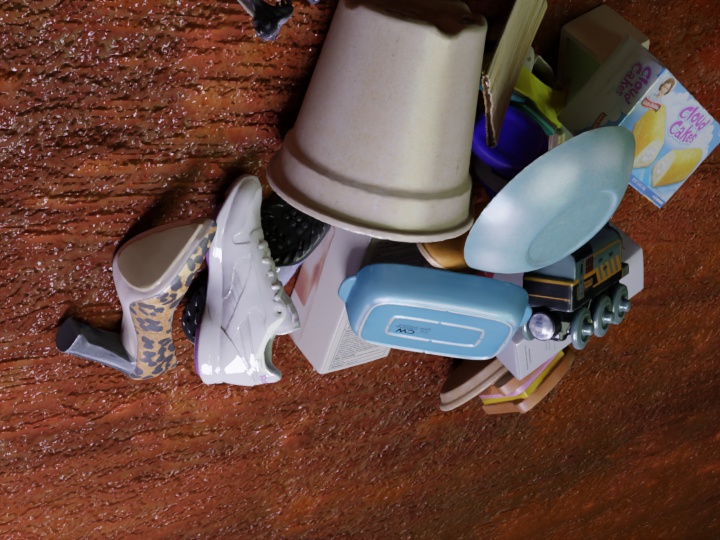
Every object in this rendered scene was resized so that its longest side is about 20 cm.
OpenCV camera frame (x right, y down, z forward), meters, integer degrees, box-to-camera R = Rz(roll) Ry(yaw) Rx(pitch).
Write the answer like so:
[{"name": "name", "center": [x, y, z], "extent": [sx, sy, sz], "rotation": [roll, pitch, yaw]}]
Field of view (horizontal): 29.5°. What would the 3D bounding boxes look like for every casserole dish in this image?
[{"name": "casserole dish", "center": [0.074, 0.046, 1.358], "extent": [0.198, 0.039, 0.121], "rotation": [10, 148, -9]}]

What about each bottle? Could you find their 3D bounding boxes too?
[{"name": "bottle", "center": [0.163, -0.112, 1.476], "extent": [0.066, 0.083, 0.200], "rotation": [-53, 164, -6]}]

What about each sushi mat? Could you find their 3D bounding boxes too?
[{"name": "sushi mat", "center": [0.150, -0.222, 1.316], "extent": [0.096, 0.012, 0.201], "rotation": [76, 30, -51]}]

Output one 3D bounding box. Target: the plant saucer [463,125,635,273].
[{"name": "plant saucer", "center": [0.190, -0.053, 1.300], "extent": [0.200, 0.039, 0.202], "rotation": [-28, 154, -14]}]

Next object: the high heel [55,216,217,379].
[{"name": "high heel", "center": [-0.175, 0.026, 1.290], "extent": [0.200, 0.072, 0.142], "rotation": [-40, 146, 19]}]

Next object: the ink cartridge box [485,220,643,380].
[{"name": "ink cartridge box", "center": [0.219, 0.009, 1.636], "extent": [0.199, 0.145, 0.084], "rotation": [-35, 146, -14]}]

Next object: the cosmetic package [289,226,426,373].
[{"name": "cosmetic package", "center": [0.000, 0.000, 1.439], "extent": [0.103, 0.087, 0.201], "rotation": [-10, 136, -39]}]

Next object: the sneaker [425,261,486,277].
[{"name": "sneaker", "center": [0.097, 0.034, 1.498], "extent": [0.071, 0.113, 0.200], "rotation": [-22, 174, -15]}]

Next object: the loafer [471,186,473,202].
[{"name": "loafer", "center": [0.096, -0.108, 1.441], "extent": [0.063, 0.072, 0.201], "rotation": [-39, 146, -17]}]

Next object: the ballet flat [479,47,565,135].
[{"name": "ballet flat", "center": [0.165, -0.200, 1.427], "extent": [0.199, 0.066, 0.068], "rotation": [22, 90, -58]}]

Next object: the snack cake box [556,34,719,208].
[{"name": "snack cake box", "center": [0.306, -0.156, 1.472], "extent": [0.115, 0.067, 0.199], "rotation": [-48, 146, 12]}]

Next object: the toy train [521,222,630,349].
[{"name": "toy train", "center": [0.235, 0.012, 1.477], "extent": [0.199, 0.084, 0.115], "rotation": [-23, 118, -55]}]

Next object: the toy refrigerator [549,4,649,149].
[{"name": "toy refrigerator", "center": [0.260, -0.186, 1.522], "extent": [0.070, 0.076, 0.201], "rotation": [-29, 145, -20]}]

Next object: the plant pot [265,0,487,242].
[{"name": "plant pot", "center": [0.030, -0.153, 1.228], "extent": [0.199, 0.200, 0.185], "rotation": [-9, 123, -41]}]

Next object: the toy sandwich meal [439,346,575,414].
[{"name": "toy sandwich meal", "center": [0.186, 0.127, 1.721], "extent": [0.205, 0.070, 0.205], "rotation": [-40, -177, 3]}]

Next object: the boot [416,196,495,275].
[{"name": "boot", "center": [0.154, -0.066, 1.357], "extent": [0.200, 0.071, 0.144], "rotation": [-11, 152, -50]}]

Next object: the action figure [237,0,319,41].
[{"name": "action figure", "center": [-0.126, -0.250, 1.015], "extent": [0.199, 0.103, 0.119], "rotation": [26, 119, -28]}]

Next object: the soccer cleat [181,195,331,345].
[{"name": "soccer cleat", "center": [-0.097, -0.004, 1.364], "extent": [0.200, 0.068, 0.073], "rotation": [-48, 167, 5]}]

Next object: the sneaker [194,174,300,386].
[{"name": "sneaker", "center": [-0.100, 0.011, 1.295], "extent": [0.075, 0.098, 0.203], "rotation": [-40, 137, -81]}]
